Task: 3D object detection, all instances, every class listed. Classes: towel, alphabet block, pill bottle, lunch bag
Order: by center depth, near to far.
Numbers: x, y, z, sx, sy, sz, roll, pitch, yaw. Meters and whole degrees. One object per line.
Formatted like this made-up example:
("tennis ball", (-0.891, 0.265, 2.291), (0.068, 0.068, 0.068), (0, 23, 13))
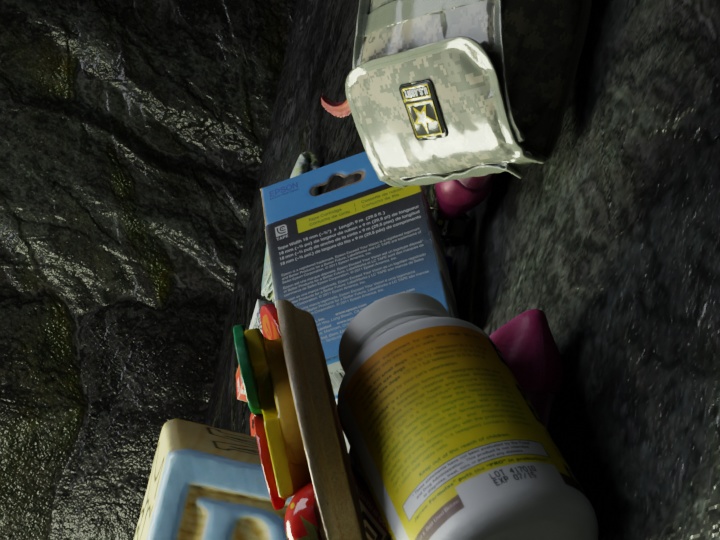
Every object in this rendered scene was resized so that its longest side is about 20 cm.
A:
("pill bottle", (0.053, 0.104, 0.848), (0.200, 0.109, 0.110), (62, 140, 47))
("lunch bag", (0.078, -0.164, 1.087), (0.164, 0.117, 0.201), (-6, 73, 50))
("alphabet block", (-0.134, 0.280, 1.511), (0.200, 0.196, 0.196), (-157, 83, -80))
("towel", (-0.107, -0.066, 2.268), (0.200, 0.048, 0.171), (-88, 19, -51))

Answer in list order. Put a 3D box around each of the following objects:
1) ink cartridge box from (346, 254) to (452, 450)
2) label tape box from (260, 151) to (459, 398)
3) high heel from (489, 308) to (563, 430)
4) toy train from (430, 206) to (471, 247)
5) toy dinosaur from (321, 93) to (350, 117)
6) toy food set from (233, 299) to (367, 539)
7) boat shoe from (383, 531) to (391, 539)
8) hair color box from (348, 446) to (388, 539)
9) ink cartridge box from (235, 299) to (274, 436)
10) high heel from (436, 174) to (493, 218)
("ink cartridge box", (0.023, 0.067, 1.290), (0.137, 0.076, 0.201), (121, 159, -53))
("label tape box", (0.000, 0.000, 1.212), (0.063, 0.144, 0.201), (59, -164, -50))
("high heel", (0.078, 0.073, 0.990), (0.200, 0.067, 0.096), (178, 96, -74))
("toy train", (0.058, -0.043, 1.341), (0.200, 0.046, 0.034), (-167, 92, -80))
("toy dinosaur", (0.035, -0.205, 1.436), (0.182, 0.199, 0.105), (58, -159, -60))
("toy food set", (-0.034, 0.112, 0.888), (0.200, 0.048, 0.199), (79, 177, -80))
("boat shoe", (0.046, 0.251, 0.896), (0.068, 0.074, 0.201), (-112, 19, -67))
("hair color box", (0.023, 0.217, 0.980), (0.100, 0.060, 0.201), (44, 130, 51))
("ink cartridge box", (-0.164, 0.157, 2.243), (0.109, 0.050, 0.201), (-111, 37, -73))
("high heel", (0.089, -0.143, 1.228), (0.096, 0.067, 0.201), (127, 144, -48))
